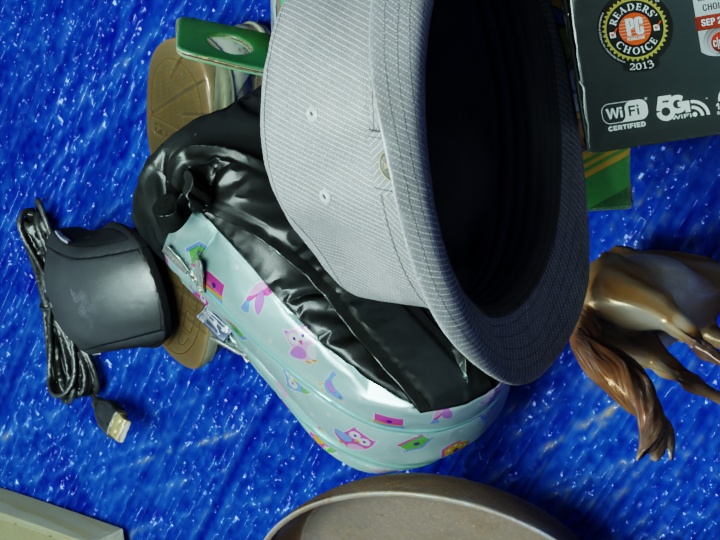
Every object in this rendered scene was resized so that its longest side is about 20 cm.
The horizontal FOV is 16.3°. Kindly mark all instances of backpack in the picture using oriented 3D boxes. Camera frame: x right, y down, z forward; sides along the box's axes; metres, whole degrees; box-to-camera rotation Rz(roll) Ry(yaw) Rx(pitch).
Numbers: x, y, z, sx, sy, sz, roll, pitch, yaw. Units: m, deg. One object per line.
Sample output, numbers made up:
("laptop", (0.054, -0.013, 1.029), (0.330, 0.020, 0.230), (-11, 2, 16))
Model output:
("backpack", (0.000, 0.000, 1.261), (0.200, 0.167, 0.127), (49, 157, 13))

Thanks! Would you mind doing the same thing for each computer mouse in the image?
("computer mouse", (-0.157, 0.039, 1.438), (0.200, 0.046, 0.141), (16, 121, 63))

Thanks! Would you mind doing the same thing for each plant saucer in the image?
("plant saucer", (0.045, 0.165, 1.304), (0.199, 0.035, 0.201), (11, 141, 9))

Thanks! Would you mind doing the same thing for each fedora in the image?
("fedora", (0.020, -0.053, 1.026), (0.090, 0.177, 0.201), (-2, 118, 27))

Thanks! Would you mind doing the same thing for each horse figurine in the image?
("horse figurine", (0.141, 0.026, 1.118), (0.132, 0.200, 0.050), (29, 112, 19))

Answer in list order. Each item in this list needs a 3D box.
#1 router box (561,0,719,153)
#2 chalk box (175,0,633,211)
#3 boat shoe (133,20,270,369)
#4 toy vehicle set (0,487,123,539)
("router box", (0.177, -0.139, 1.025), (0.199, 0.062, 0.151), (-9, 103, 9))
("chalk box", (0.017, -0.097, 1.142), (0.199, 0.125, 0.125), (-3, 112, -3))
("boat shoe", (-0.078, -0.038, 1.367), (0.073, 0.063, 0.201), (35, 132, 35))
("toy vehicle set", (-0.191, 0.246, 1.609), (0.124, 0.026, 0.201), (13, 116, 42))
